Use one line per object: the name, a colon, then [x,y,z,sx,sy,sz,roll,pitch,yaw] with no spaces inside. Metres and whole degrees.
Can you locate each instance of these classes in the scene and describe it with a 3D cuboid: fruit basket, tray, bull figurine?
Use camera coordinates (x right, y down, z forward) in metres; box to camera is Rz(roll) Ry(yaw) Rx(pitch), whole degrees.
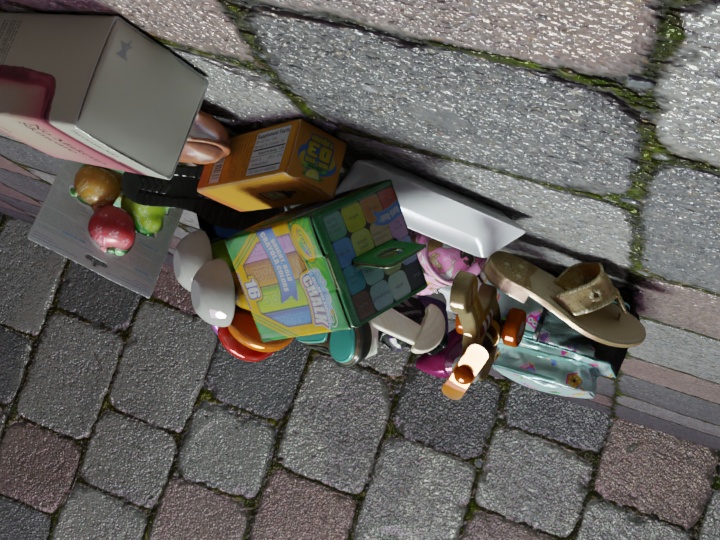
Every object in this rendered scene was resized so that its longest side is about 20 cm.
fruit basket: [-0.349,-0.081,1.393,0.184,0.201,0.094,28,150,-21]
tray: [0.073,-0.071,1.074,0.199,0.022,0.107,22,158,-13]
bull figurine: [-0.232,-0.158,1.102,0.199,0.066,0.121,5,159,39]

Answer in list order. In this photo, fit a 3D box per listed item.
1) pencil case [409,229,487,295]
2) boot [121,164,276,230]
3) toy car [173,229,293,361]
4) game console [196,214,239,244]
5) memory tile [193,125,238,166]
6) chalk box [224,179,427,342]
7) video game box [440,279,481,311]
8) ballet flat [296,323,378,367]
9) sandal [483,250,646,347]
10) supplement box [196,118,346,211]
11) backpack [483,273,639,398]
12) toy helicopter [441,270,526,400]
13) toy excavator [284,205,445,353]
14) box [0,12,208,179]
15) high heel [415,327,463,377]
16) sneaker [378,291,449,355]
pencil case: [0.092,-0.017,1.232,0.086,0.083,0.200,17,172,-8]
boot: [-0.205,-0.111,1.320,0.198,0.078,0.138,16,-172,-3]
toy car: [-0.142,0.034,1.271,0.174,0.151,0.200,-5,-153,-25]
game console: [-0.149,-0.057,1.504,0.175,0.117,0.200,4,165,36]
memory tile: [-0.185,-0.153,1.223,0.199,0.017,0.153,11,168,44]
chalk box: [-0.023,-0.012,1.023,0.199,0.125,0.124,-13,-170,47]
video game box: [0.109,0.020,1.576,0.181,0.047,0.200,15,171,17]
ballet flat: [-0.018,0.078,1.241,0.068,0.069,0.200,8,-177,-25]
sandal: [0.250,0.018,1.133,0.210,0.078,0.070,24,128,-5]
supplement box: [-0.099,-0.110,1.067,0.066,0.069,0.199,24,167,-34]
backpack: [0.243,0.079,1.291,0.199,0.154,0.176,25,179,21]
toy helicopter: [0.127,0.069,1.137,0.078,0.133,0.200,14,157,23]
toy excavator: [0.000,0.000,1.179,0.193,0.202,0.100,-2,173,-4]
box: [-0.270,-0.171,0.961,0.199,0.110,0.128,14,170,39]
high heel: [0.157,0.081,1.425,0.095,0.200,0.068,1,120,32]
sneaker: [0.035,0.061,1.324,0.198,0.088,0.076,12,141,-23]
